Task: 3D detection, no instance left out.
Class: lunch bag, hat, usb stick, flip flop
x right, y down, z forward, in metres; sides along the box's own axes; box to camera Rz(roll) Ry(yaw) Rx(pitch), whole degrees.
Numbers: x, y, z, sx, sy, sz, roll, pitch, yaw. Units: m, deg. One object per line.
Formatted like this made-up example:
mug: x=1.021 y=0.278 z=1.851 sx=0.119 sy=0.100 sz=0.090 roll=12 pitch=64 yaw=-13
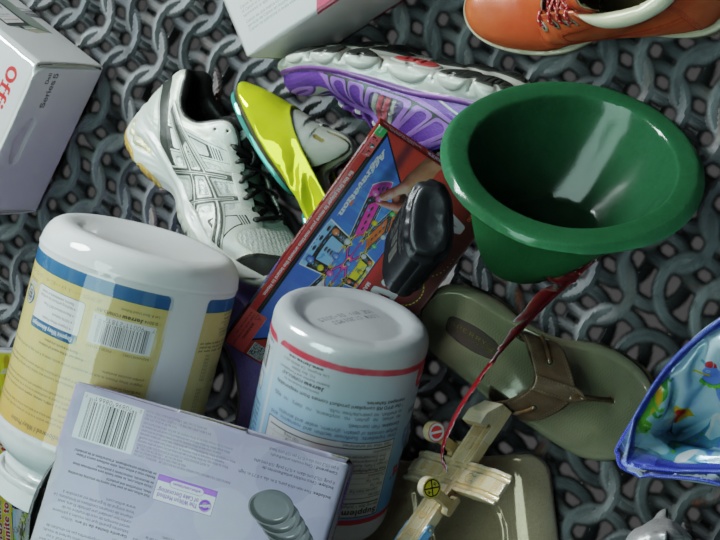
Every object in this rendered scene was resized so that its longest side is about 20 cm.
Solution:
lunch bag: x=0.268 y=0.067 z=1.143 sx=0.200 sy=0.170 sz=0.128 roll=-29 pitch=77 yaw=30
hat: x=0.119 y=-0.007 z=1.280 sx=0.176 sy=0.200 sz=0.166 roll=97 pitch=150 yaw=-43
usb stick: x=0.036 y=-0.019 z=1.219 sx=0.033 sy=0.200 sz=0.055 roll=6 pitch=83 yaw=-2
flip flop: x=0.116 y=0.070 z=1.307 sx=0.200 sy=0.058 sz=0.081 roll=31 pitch=109 yaw=28

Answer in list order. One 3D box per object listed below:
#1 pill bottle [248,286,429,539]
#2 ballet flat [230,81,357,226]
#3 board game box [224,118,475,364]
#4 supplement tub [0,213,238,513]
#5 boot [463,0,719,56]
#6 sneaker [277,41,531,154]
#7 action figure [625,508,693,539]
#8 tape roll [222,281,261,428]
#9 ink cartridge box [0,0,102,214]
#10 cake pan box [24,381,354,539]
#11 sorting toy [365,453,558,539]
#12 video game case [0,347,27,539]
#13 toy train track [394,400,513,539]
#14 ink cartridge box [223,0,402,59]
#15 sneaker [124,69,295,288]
pill bottle: x=-0.025 y=0.120 z=1.323 sx=0.109 sy=0.109 sz=0.200 roll=26 pitch=116 yaw=29
ballet flat: x=-0.023 y=-0.060 z=1.393 sx=0.067 sy=0.067 sz=0.200 roll=-28 pitch=83 yaw=17
board game box: x=0.000 y=0.000 z=1.343 sx=0.103 sy=0.019 sz=0.200 roll=32 pitch=111 yaw=-10
supplement tub: x=-0.177 y=0.072 z=1.353 sx=0.145 sy=0.145 sz=0.200 roll=21 pitch=100 yaw=30
boot: x=0.141 y=-0.183 z=1.250 sx=0.200 sy=0.107 sz=0.075 roll=-2 pitch=94 yaw=35
sneaker: x=0.024 y=-0.114 z=1.347 sx=0.200 sy=0.081 sz=0.083 roll=18 pitch=108 yaw=30
action figure: x=0.217 y=0.251 z=1.229 sx=0.200 sy=0.105 sz=0.194 roll=-6 pitch=99 yaw=35
tape roll: x=-0.140 y=0.090 z=1.451 sx=0.200 sy=0.066 sz=0.200 roll=1 pitch=94 yaw=23
ink cartridge box: x=-0.328 y=-0.158 z=1.567 sx=0.200 sy=0.084 sz=0.146 roll=39 pitch=113 yaw=25
cake pan box: x=-0.123 y=0.184 z=1.242 sx=0.200 sy=0.052 sz=0.184 roll=15 pitch=84 yaw=5
sorting toy: x=0.055 y=0.228 z=1.374 sx=0.200 sy=0.036 sz=0.185 roll=-7 pitch=89 yaw=29
video game case: x=-0.235 y=0.163 z=1.560 sx=0.181 sy=0.025 sz=0.200 roll=0 pitch=93 yaw=32
toy train track: x=0.032 y=0.165 z=1.271 sx=0.200 sy=0.033 sz=0.115 roll=-55 pitch=26 yaw=-16
ink cartridge box: x=-0.045 y=-0.273 z=1.377 sx=0.146 sy=0.083 sz=0.200 roll=-29 pitch=77 yaw=31
sneaker: x=-0.099 y=-0.071 z=1.428 sx=0.200 sy=0.076 sz=0.088 roll=48 pitch=116 yaw=21
